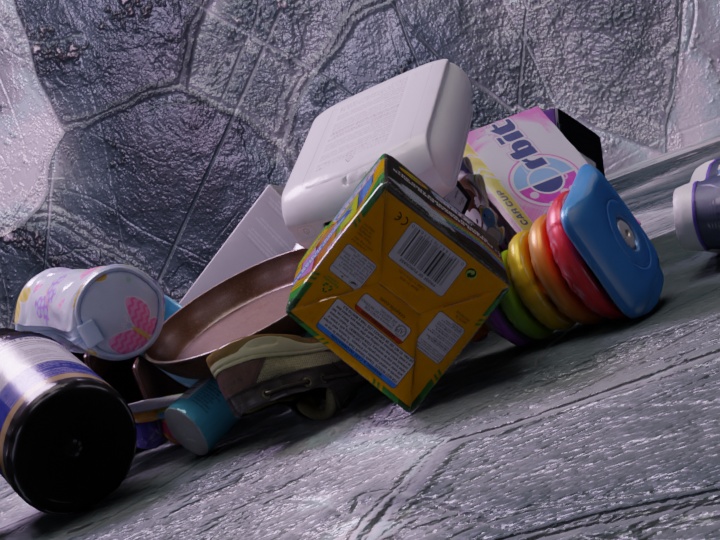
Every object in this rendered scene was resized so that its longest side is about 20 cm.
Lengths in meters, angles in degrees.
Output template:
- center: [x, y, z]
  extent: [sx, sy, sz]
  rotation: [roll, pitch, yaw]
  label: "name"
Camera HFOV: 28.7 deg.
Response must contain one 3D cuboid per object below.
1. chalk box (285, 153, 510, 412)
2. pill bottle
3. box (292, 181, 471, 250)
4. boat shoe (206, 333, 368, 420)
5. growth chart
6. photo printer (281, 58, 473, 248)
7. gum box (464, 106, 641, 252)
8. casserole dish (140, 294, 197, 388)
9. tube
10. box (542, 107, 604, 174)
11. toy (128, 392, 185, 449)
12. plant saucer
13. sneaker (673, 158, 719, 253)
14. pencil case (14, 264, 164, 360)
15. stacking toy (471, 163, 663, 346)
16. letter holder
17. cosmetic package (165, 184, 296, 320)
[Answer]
- center: [0.029, -0.001, 1.096]
  extent: [0.124, 0.124, 0.200]
  rotation: [-51, 6, 10]
  label: "chalk box"
- center: [-0.273, 0.117, 1.178]
  extent: [0.111, 0.113, 0.199]
  rotation: [-21, 24, -26]
  label: "pill bottle"
- center: [0.000, 0.000, 1.323]
  extent: [0.160, 0.049, 0.202]
  rotation: [0, 55, 44]
  label: "box"
- center: [-0.037, 0.091, 1.141]
  extent: [0.198, 0.066, 0.073]
  rotation: [1, -22, -40]
  label: "boat shoe"
- center: [0.099, -0.041, 1.372]
  extent: [0.018, 0.203, 0.145]
  rotation: [-12, -8, -23]
  label: "growth chart"
- center: [0.017, -0.102, 1.276]
  extent: [0.165, 0.070, 0.201]
  rotation: [-22, 26, 23]
  label: "photo printer"
- center: [0.176, -0.061, 1.378]
  extent: [0.112, 0.201, 0.067]
  rotation: [-21, -40, -17]
  label: "gum box"
- center: [-0.191, 0.069, 1.419]
  extent: [0.199, 0.039, 0.121]
  rotation: [31, 10, 27]
  label: "casserole dish"
- center: [-0.088, 0.077, 1.232]
  extent: [0.077, 0.051, 0.200]
  rotation: [12, 45, 42]
  label: "tube"
- center: [0.164, -0.068, 1.544]
  extent: [0.198, 0.150, 0.104]
  rotation: [-19, -25, 34]
  label: "box"
- center: [-0.160, 0.135, 1.298]
  extent: [0.197, 0.048, 0.115]
  rotation: [-15, -1, -1]
  label: "toy"
- center: [-0.094, 0.040, 1.228]
  extent: [0.198, 0.035, 0.201]
  rotation: [-24, 18, 8]
  label: "plant saucer"
- center: [0.358, -0.062, 1.203]
  extent: [0.145, 0.082, 0.199]
  rotation: [-9, 4, 27]
  label: "sneaker"
- center: [-0.251, 0.038, 1.281]
  extent: [0.090, 0.084, 0.199]
  rotation: [-19, 8, -30]
  label: "pencil case"
- center: [0.134, 0.017, 1.130]
  extent: [0.199, 0.110, 0.116]
  rotation: [-32, 12, 29]
  label: "stacking toy"
- center: [-0.248, 0.105, 1.464]
  extent: [0.099, 0.144, 0.200]
  rotation: [-19, 3, 8]
  label: "letter holder"
- center: [-0.105, 0.020, 1.495]
  extent: [0.201, 0.107, 0.090]
  rotation: [-51, -22, 16]
  label: "cosmetic package"
